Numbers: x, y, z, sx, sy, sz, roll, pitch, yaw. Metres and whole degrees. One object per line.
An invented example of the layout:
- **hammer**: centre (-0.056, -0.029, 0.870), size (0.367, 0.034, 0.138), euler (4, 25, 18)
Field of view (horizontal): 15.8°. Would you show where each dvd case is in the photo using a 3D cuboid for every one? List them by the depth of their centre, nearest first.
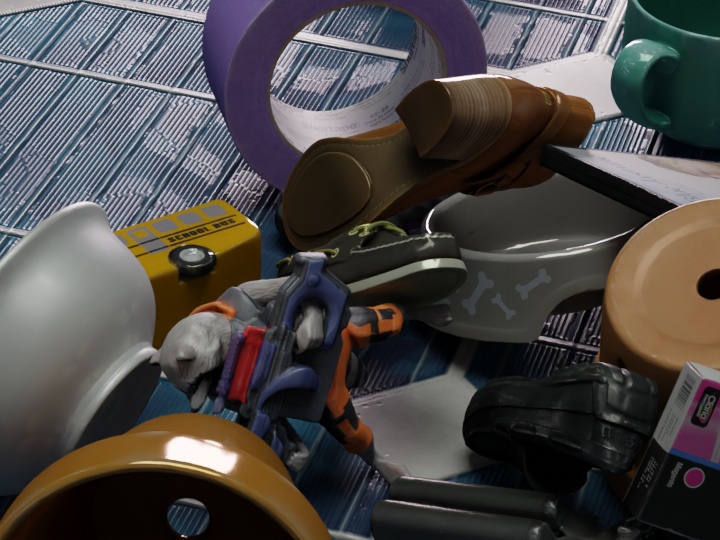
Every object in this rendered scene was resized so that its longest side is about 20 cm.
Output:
- **dvd case**: centre (0.237, -0.051, 1.743), size (0.200, 0.018, 0.143), euler (3, 18, -39)

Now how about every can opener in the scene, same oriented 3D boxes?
- **can opener**: centre (0.105, 0.171, 1.558), size (0.199, 0.067, 0.053), euler (5, 32, 27)

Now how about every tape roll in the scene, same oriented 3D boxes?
- **tape roll**: centre (-0.012, -0.155, 1.909), size (0.199, 0.200, 0.085), euler (-5, 34, -14)

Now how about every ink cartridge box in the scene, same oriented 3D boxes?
- **ink cartridge box**: centre (0.263, 0.129, 1.525), size (0.199, 0.095, 0.037), euler (19, 12, -18)

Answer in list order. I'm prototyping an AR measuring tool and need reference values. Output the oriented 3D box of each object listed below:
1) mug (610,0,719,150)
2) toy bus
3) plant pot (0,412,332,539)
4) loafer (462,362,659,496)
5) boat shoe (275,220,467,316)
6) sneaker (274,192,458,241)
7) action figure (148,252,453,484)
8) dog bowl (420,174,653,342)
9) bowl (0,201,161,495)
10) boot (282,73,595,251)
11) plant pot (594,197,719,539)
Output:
- **mug**: centre (0.265, -0.163, 2.030), size (0.184, 0.115, 0.152), euler (-5, 34, -13)
- **toy bus**: centre (-0.160, 0.016, 1.750), size (0.200, 0.065, 0.078), euler (-19, 38, -31)
- **plant pot**: centre (-0.102, 0.168, 1.423), size (0.199, 0.201, 0.183), euler (5, 16, 1)
- **loafer**: centre (0.114, 0.102, 1.581), size (0.068, 0.071, 0.200), euler (21, -16, -20)
- **boat shoe**: centre (0.000, 0.000, 1.686), size (0.072, 0.061, 0.201), euler (7, -17, -32)
- **sneaker**: centre (0.035, -0.069, 1.882), size (0.199, 0.088, 0.074), euler (-6, 34, -16)
- **action figure**: centre (-0.049, 0.080, 1.592), size (0.193, 0.200, 0.105), euler (18, 8, -38)
- **dog bowl**: centre (0.131, -0.016, 1.788), size (0.199, 0.059, 0.200), euler (-8, 20, 3)
- **bowl**: centre (-0.183, 0.065, 1.574), size (0.090, 0.201, 0.201), euler (33, 40, 12)
- **boot**: centre (0.054, -0.067, 1.770), size (0.154, 0.200, 0.074), euler (0, 67, -46)
- **plant pot**: centre (0.230, 0.050, 1.605), size (0.199, 0.140, 0.200), euler (-10, 48, 11)
